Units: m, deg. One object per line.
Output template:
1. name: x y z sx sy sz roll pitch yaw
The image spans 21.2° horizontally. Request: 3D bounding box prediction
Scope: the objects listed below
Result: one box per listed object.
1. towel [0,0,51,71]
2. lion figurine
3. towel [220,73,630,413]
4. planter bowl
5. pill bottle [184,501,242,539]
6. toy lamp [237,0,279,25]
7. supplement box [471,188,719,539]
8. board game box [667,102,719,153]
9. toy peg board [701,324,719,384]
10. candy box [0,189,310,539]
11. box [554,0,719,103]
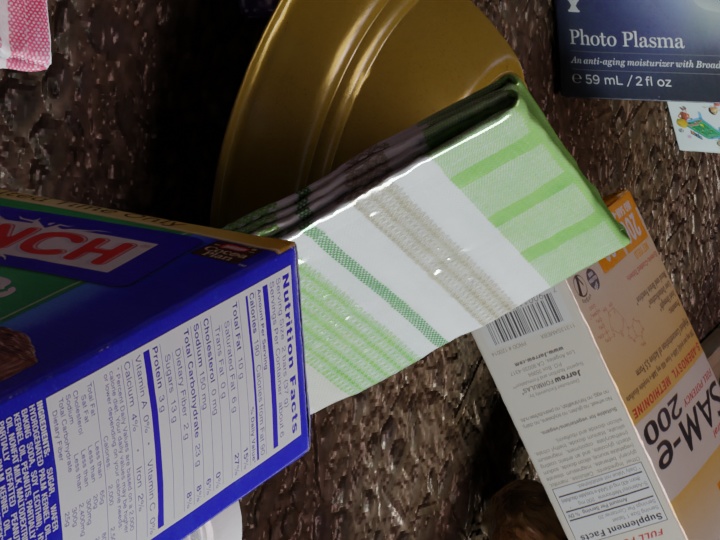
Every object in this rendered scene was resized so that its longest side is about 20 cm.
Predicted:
1. towel: -0.158 -0.152 0.618 0.200 0.030 0.147 13 82 -62
2. lion figurine: 0.078 0.206 1.077 0.123 0.072 0.200 56 42 -1
3. towel: 0.000 0.000 0.790 0.149 0.199 0.031 42 23 -58
4. planter bowl: 0.020 -0.056 0.852 0.201 0.083 0.201 -52 156 -35
5. pill bottle: -0.125 0.111 0.637 0.200 0.110 0.112 -27 118 -58
6. toy lamp: -0.027 -0.207 0.829 0.058 0.058 0.201 5 91 -62
7. supplement box: 0.146 0.070 1.106 0.126 0.073 0.201 -34 100 -56
8. board game box: 0.251 -0.203 1.347 0.148 0.064 0.200 -65 147 -32
9. toy peg board: 0.299 0.160 1.462 0.200 0.097 0.200 -32 123 -57
10. candy box: -0.133 0.038 0.548 0.200 0.168 0.078 -29 124 -58
11. box: 0.221 -0.208 1.146 0.123 0.199 0.200 -35 124 -55
